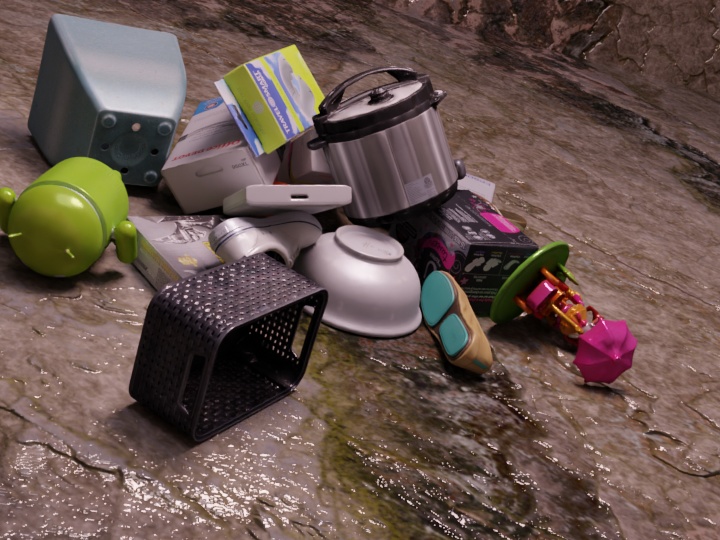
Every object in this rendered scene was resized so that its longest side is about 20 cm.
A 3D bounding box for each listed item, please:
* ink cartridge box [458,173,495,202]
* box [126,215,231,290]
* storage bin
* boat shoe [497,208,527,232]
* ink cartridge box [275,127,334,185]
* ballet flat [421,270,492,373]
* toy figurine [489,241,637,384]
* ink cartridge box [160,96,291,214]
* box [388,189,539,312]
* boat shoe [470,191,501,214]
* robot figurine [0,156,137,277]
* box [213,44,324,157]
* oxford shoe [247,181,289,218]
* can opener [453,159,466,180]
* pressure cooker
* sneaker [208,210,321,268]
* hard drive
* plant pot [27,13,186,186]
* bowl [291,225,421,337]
[{"bbox_3d":[0.138,-0.143,1.921,0.198,0.041,0.200,19,24,3],"label":"ink cartridge box"},{"bbox_3d":[-0.193,-0.005,1.377,0.158,0.049,0.200,-2,31,-39],"label":"box"},{"bbox_3d":[-0.135,0.075,1.135,0.093,0.136,0.200,29,26,23],"label":"storage bin"},{"bbox_3d":[0.174,-0.079,1.801,0.199,0.064,0.073,12,20,-3],"label":"boat shoe"},{"bbox_3d":[-0.051,-0.163,1.663,0.116,0.068,0.200,4,-13,-27],"label":"ink cartridge box"},{"bbox_3d":[0.128,0.073,1.441,0.063,0.069,0.200,33,21,-25],"label":"ballet flat"},{"bbox_3d":[0.302,0.080,1.500,0.184,0.150,0.200,46,9,24],"label":"toy figurine"},{"bbox_3d":[-0.188,-0.182,1.587,0.144,0.085,0.201,-13,34,22],"label":"ink cartridge box"},{"bbox_3d":[0.143,-0.032,1.595,0.131,0.115,0.200,2,27,-31],"label":"box"},{"bbox_3d":[0.215,-0.042,1.713,0.203,0.075,0.075,51,4,29],"label":"boat shoe"},{"bbox_3d":[-0.352,-0.066,1.310,0.174,0.116,0.200,16,24,-1],"label":"robot figurine"},{"bbox_3d":[-0.119,-0.245,1.537,0.122,0.047,0.200,60,28,-8],"label":"box"},{"bbox_3d":[-0.159,-0.099,1.606,0.199,0.073,0.071,24,63,42],"label":"oxford shoe"},{"bbox_3d":[0.067,-0.165,1.683,0.199,0.067,0.053,0,20,36],"label":"can opener"},{"bbox_3d":[0.035,-0.180,1.503,0.178,0.201,0.176,-7,23,33],"label":"pressure cooker"},{"bbox_3d":[-0.110,-0.026,1.358,0.199,0.073,0.071,-11,66,-54],"label":"sneaker"},{"bbox_3d":[-0.099,-0.090,1.399,0.131,0.027,0.200,-1,0,-15],"label":"hard drive"},{"bbox_3d":[-0.357,-0.227,1.579,0.195,0.197,0.200,3,36,-31],"label":"plant pot"},{"bbox_3d":[0.000,0.000,1.454,0.200,0.091,0.201,15,24,-7],"label":"bowl"}]
